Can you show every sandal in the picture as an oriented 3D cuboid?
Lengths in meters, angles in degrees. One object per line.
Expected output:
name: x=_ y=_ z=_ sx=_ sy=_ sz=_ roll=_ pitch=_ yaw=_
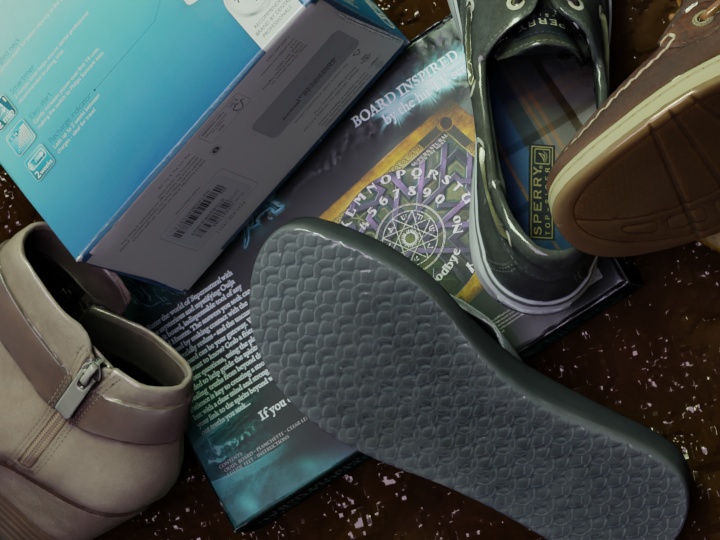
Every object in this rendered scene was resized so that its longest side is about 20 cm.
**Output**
sandal: x=0.040 y=0.050 z=1.073 sx=0.200 sy=0.043 sz=0.076 roll=35 pitch=114 yaw=-8

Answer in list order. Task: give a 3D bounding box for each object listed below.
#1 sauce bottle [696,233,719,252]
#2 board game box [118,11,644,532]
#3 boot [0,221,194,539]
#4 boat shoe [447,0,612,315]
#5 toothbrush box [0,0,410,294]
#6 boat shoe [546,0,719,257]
sauce bottle: x=0.194 y=-0.015 z=1.028 sx=0.199 sy=0.066 sz=0.066 roll=26 pitch=96 yaw=22
board game box: x=0.000 y=0.000 z=1.120 sx=0.199 sy=0.028 sz=0.136 roll=-33 pitch=76 yaw=17
boot: x=-0.159 y=0.032 z=1.128 sx=0.199 sy=0.070 sz=0.146 roll=36 pitch=133 yaw=2
boat shoe: x=0.071 y=-0.084 z=1.059 sx=0.068 sy=0.057 sz=0.202 roll=-1 pitch=72 yaw=-7
toothbrush box: x=-0.102 y=-0.114 z=1.118 sx=0.147 sy=0.085 sz=0.200 roll=-48 pitch=63 yaw=12
boat shoe: x=0.148 y=-0.083 z=1.000 sx=0.200 sy=0.072 sz=0.072 roll=-38 pitch=42 yaw=7
